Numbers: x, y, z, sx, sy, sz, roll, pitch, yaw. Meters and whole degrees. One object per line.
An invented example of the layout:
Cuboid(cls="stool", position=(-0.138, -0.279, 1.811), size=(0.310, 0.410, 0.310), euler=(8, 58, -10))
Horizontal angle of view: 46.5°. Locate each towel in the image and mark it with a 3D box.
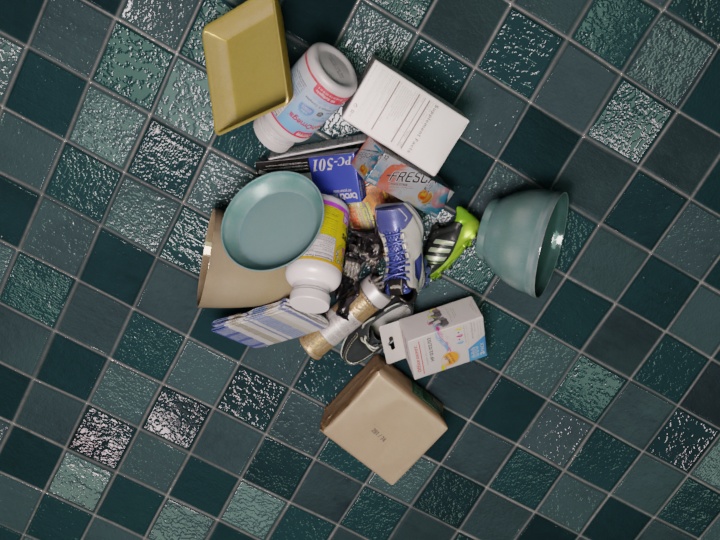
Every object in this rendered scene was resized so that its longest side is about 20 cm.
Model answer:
Cuboid(cls="towel", position=(-0.176, 0.106, 1.640), size=(0.198, 0.024, 0.146), euler=(-18, 150, 30))

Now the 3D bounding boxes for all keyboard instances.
Cuboid(cls="keyboard", position=(-0.074, -0.233, 1.568), size=(0.196, 0.056, 0.011), euler=(-10, 107, 4))

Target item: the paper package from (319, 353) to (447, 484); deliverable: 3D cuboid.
Cuboid(cls="paper package", position=(0.050, 0.307, 1.742), size=(0.199, 0.104, 0.191), euler=(39, 106, -12))

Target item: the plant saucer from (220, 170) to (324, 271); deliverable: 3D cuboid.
Cuboid(cls="plant saucer", position=(-0.152, -0.081, 1.486), size=(0.197, 0.203, 0.036), euler=(-20, 149, 8))

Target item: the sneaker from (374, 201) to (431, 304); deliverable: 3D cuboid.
Cuboid(cls="sneaker", position=(0.077, -0.018, 1.544), size=(0.079, 0.116, 0.202), euler=(-6, 122, 22))

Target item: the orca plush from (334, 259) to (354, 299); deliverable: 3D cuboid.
Cuboid(cls="orca plush", position=(-0.069, -0.035, 1.633), size=(0.103, 0.071, 0.203), euler=(-12, 110, 5))

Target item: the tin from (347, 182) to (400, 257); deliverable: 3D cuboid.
Cuboid(cls="tin", position=(0.023, -0.124, 1.619), size=(0.110, 0.042, 0.203), euler=(-19, 110, 3))

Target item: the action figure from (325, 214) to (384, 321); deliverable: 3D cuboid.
Cuboid(cls="action figure", position=(0.000, 0.000, 1.588), size=(0.118, 0.102, 0.202), euler=(26, 101, -30))

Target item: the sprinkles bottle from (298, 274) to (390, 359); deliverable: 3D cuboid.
Cuboid(cls="sprinkles bottle", position=(-0.032, 0.095, 1.682), size=(0.199, 0.068, 0.068), euler=(-40, 105, 13))

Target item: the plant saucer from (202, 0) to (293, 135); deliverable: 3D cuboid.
Cuboid(cls="plant saucer", position=(-0.189, -0.357, 1.463), size=(0.198, 0.048, 0.204), euler=(-13, 84, 42))

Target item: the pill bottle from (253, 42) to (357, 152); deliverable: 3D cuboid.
Cuboid(cls="pill bottle", position=(-0.103, -0.301, 1.492), size=(0.109, 0.109, 0.199), euler=(41, 129, -14))

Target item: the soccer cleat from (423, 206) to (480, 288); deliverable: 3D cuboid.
Cuboid(cls="soccer cleat", position=(0.154, -0.040, 1.640), size=(0.200, 0.067, 0.081), euler=(-46, 74, 23))

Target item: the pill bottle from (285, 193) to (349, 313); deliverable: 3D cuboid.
Cuboid(cls="pill bottle", position=(-0.080, -0.029, 1.517), size=(0.102, 0.203, 0.105), euler=(6, 155, 3))

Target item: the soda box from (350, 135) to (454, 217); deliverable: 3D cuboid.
Cuboid(cls="soda box", position=(0.079, -0.170, 1.538), size=(0.198, 0.069, 0.064), euler=(22, 112, -40))

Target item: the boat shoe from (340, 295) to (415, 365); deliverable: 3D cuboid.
Cuboid(cls="boat shoe", position=(0.031, 0.124, 1.696), size=(0.075, 0.060, 0.201), euler=(36, 107, -13))

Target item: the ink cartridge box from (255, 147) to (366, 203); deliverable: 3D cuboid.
Cuboid(cls="ink cartridge box", position=(-0.093, -0.171, 1.572), size=(0.196, 0.044, 0.096), euler=(-4, 110, 17))

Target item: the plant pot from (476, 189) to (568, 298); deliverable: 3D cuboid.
Cuboid(cls="plant pot", position=(0.297, -0.063, 1.573), size=(0.132, 0.200, 0.204), euler=(16, 112, 22))

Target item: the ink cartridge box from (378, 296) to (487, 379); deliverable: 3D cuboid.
Cuboid(cls="ink cartridge box", position=(0.145, 0.141, 1.664), size=(0.197, 0.068, 0.116), euler=(-18, 131, -4))

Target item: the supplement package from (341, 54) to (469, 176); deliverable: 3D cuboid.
Cuboid(cls="supplement package", position=(0.078, -0.282, 1.514), size=(0.198, 0.122, 0.121), euler=(30, 105, -11))

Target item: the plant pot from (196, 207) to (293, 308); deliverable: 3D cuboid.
Cuboid(cls="plant pot", position=(-0.198, -0.008, 1.599), size=(0.197, 0.188, 0.190), euler=(10, 111, -14))
